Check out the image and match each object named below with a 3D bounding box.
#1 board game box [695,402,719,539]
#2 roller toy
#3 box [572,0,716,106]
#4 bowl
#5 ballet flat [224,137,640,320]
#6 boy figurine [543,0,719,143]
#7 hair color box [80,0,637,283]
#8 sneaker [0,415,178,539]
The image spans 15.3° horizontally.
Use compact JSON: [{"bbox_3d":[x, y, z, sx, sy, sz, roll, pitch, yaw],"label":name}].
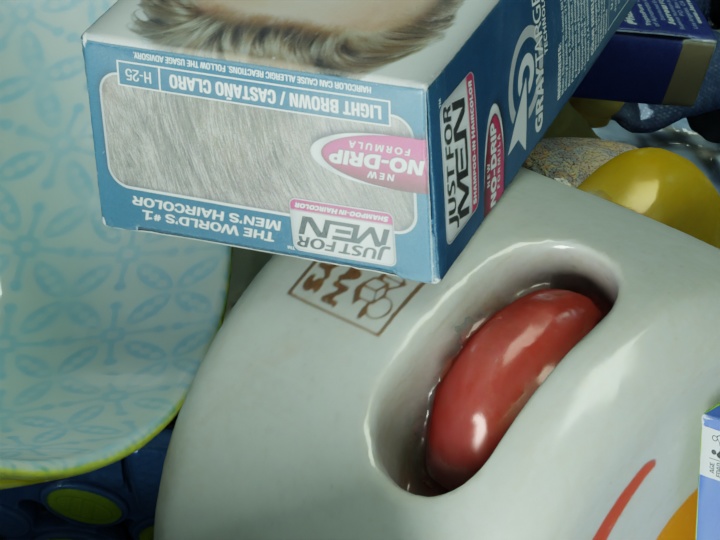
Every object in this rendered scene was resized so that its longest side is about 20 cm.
[{"bbox_3d":[0.146,0.113,0.747,0.045,0.201,0.134,18,29,37],"label":"board game box"},{"bbox_3d":[0.039,0.064,0.755,0.139,0.201,0.182,26,16,36],"label":"roller toy"},{"bbox_3d":[0.008,-0.108,0.898,0.199,0.033,0.121,5,36,-18],"label":"box"},{"bbox_3d":[-0.140,-0.026,0.729,0.200,0.107,0.201,28,51,-42],"label":"bowl"},{"bbox_3d":[0.000,0.000,0.849,0.199,0.067,0.068,-20,66,11],"label":"ballet flat"},{"bbox_3d":[0.059,-0.074,0.965,0.199,0.064,0.125,-8,61,-31],"label":"boy figurine"},{"bbox_3d":[0.011,-0.077,0.761,0.100,0.061,0.200,9,34,20],"label":"hair color box"},{"bbox_3d":[-0.107,0.043,0.821,0.199,0.071,0.083,11,44,-8],"label":"sneaker"}]
